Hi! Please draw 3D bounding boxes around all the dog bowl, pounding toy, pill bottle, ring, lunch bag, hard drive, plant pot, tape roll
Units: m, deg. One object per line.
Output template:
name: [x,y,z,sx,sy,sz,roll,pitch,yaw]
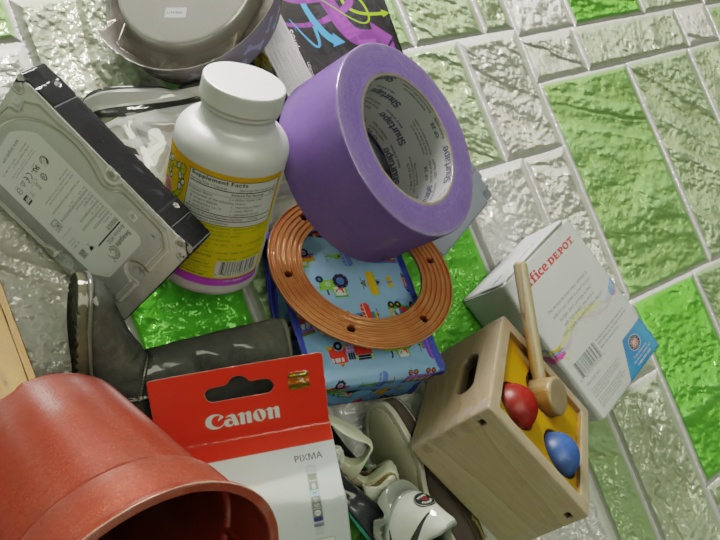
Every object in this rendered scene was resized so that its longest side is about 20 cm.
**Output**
dog bowl: [-0.171,-0.280,0.787,0.199,0.059,0.201,-2,75,8]
pounding toy: [0.162,0.135,0.816,0.184,0.142,0.200,47,31,-13]
pill bottle: [-0.126,-0.083,0.713,0.104,0.201,0.104,14,34,-10]
ring: [0.000,0.000,0.796,0.199,0.019,0.201,12,48,-14]
lunch bag: [-0.017,0.032,0.818,0.150,0.094,0.201,-3,68,-25]
hard drive: [-0.245,-0.061,0.687,0.200,0.140,0.038,47,37,-10]
plant pot: [-0.197,0.186,0.569,0.200,0.195,0.202,-24,129,-34]
tape roll: [0.020,-0.115,0.774,0.199,0.085,0.201,24,56,-40]

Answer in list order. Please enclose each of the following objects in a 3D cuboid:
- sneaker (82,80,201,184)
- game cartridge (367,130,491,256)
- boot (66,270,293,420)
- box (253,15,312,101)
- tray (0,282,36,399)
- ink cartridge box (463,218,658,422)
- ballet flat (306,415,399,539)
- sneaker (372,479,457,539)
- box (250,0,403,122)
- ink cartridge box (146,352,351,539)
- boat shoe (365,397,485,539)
sneaker: [-0.170,-0.128,0.788,0.199,0.076,0.116,-8,89,-15]
game cartridge: [0.056,-0.118,0.901,0.200,0.041,0.133,49,62,-17]
boot: [-0.157,0.071,0.705,0.199,0.073,0.183,-7,122,-22]
box: [-0.074,-0.196,0.835,0.041,0.039,0.201,-27,90,-27]
tray: [-0.330,0.096,0.659,0.098,0.037,0.201,-20,85,-31]
ink cartridge box: [0.243,0.062,0.939,0.144,0.085,0.200,-40,97,-31]
ballet flat: [-0.004,0.201,0.763,0.200,0.073,0.073,49,60,-15]
sneaker: [0.059,0.308,0.739,0.074,0.088,0.201,-19,114,-39]
box: [-0.040,-0.249,0.908,0.199,0.036,0.144,-16,84,-28]
ink cartridge box: [-0.095,0.185,0.685,0.159,0.047,0.201,-8,104,-11]
boat shoe: [0.070,0.219,0.814,0.059,0.072,0.201,-27,92,-38]
